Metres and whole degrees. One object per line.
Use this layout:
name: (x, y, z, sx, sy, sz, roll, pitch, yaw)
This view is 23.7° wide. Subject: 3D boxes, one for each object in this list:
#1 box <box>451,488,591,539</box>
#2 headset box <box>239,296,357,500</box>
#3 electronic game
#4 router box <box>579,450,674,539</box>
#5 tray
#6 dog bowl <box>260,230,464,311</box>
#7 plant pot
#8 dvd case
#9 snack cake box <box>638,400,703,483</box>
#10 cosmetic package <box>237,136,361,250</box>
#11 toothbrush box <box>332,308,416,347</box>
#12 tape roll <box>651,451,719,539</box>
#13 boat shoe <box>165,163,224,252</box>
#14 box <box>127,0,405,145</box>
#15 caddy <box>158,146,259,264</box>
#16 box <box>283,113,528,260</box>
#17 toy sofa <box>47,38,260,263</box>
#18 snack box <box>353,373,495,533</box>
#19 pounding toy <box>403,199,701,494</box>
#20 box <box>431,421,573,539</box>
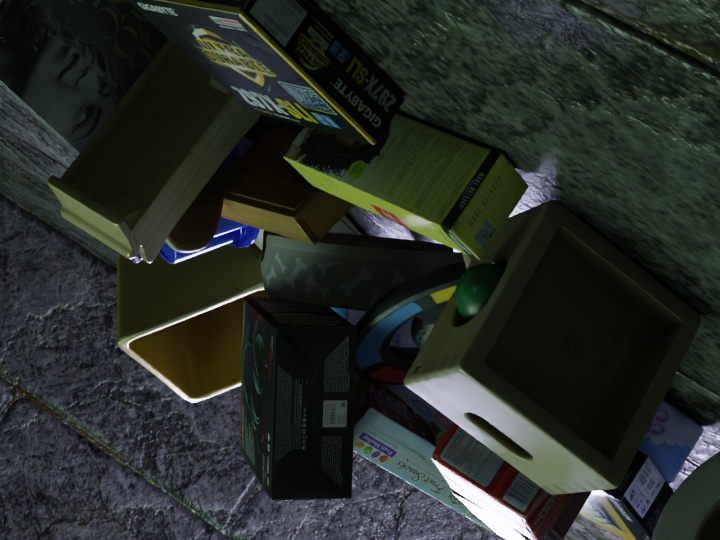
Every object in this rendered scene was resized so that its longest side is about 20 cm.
box: (0.177, 0.147, 1.548, 0.075, 0.201, 0.100, 25, 166, 43)
headset box: (-0.060, 0.107, 1.530, 0.077, 0.150, 0.200, 1, -172, -14)
electronic game: (0.083, 0.049, 1.510, 0.200, 0.199, 0.042, 53, -163, -62)
router box: (0.232, 0.204, 1.681, 0.157, 0.052, 0.200, 27, 167, 36)
tray: (-0.061, -0.082, 1.546, 0.037, 0.099, 0.200, 51, 164, -26)
dog bowl: (0.000, 0.000, 1.582, 0.198, 0.059, 0.200, 6, -176, 0)
plant pot: (-0.169, 0.003, 2.005, 0.194, 0.194, 0.201, 49, -156, -57)
dvd case: (-0.234, -0.190, 1.470, 0.016, 0.149, 0.200, 23, 165, 35)
snack cake box: (0.225, 0.127, 1.689, 0.199, 0.067, 0.115, 35, 169, -5)
cosmetic package: (-0.072, -0.052, 1.818, 0.103, 0.073, 0.200, 28, 168, 35)
toothbrush box: (-0.012, 0.082, 1.786, 0.085, 0.148, 0.200, 11, 150, -19)
tape roll: (0.365, 0.262, 1.469, 0.139, 0.203, 0.202, 42, 168, -36)
boat shoe: (-0.173, -0.111, 1.587, 0.073, 0.202, 0.063, -1, 167, -27)
box: (-0.078, -0.174, 1.323, 0.159, 0.050, 0.199, 40, 169, -35)
caddy: (-0.171, -0.106, 1.692, 0.201, 0.105, 0.141, 61, 153, 3)
box: (0.032, -0.078, 1.338, 0.199, 0.076, 0.050, 25, 167, 42)
toy sofa: (-0.176, -0.111, 1.502, 0.082, 0.201, 0.098, 30, 165, 18)
snack box: (0.055, 0.148, 1.621, 0.199, 0.053, 0.143, 33, -162, -28)
pounding toy: (0.130, 0.041, 1.334, 0.199, 0.185, 0.142, 37, 158, -13)
box: (0.160, 0.115, 1.450, 0.099, 0.201, 0.096, 30, 168, 24)
